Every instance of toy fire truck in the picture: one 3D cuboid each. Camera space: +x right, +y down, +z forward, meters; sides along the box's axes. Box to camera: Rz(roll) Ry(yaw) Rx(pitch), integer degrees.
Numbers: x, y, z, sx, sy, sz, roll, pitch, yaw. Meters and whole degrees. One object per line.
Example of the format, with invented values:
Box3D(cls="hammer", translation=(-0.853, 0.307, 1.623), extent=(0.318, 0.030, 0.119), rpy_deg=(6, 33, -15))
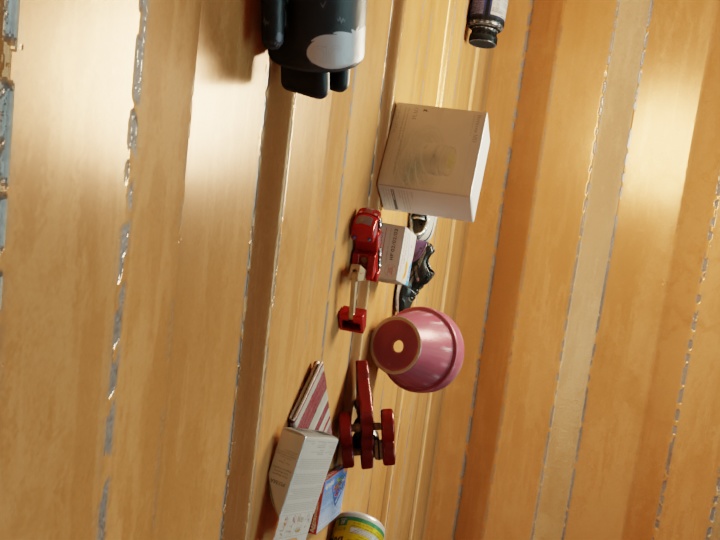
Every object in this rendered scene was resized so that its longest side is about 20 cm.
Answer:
Box3D(cls="toy fire truck", translation=(0.000, 0.000, 1.759), extent=(0.141, 0.048, 0.202), rpy_deg=(-63, 159, -53))
Box3D(cls="toy fire truck", translation=(0.011, 0.306, 1.933), extent=(0.201, 0.111, 0.169), rpy_deg=(88, -2, -46))

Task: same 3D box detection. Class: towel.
Box3D(cls="towel", translation=(-0.088, 0.273, 1.625), extent=(0.145, 0.022, 0.202), rpy_deg=(-65, 158, -45))

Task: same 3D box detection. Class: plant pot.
Box3D(cls="plant pot", translation=(0.115, 0.175, 2.129), extent=(0.179, 0.198, 0.203), rpy_deg=(19, 81, -61))

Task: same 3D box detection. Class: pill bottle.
Box3D(cls="pill bottle", translation=(0.376, -0.767, 2.765), extent=(0.112, 0.110, 0.203), rpy_deg=(19, 81, -77))
Box3D(cls="pill bottle", translation=(-0.024, 0.619, 1.956), extent=(0.113, 0.111, 0.201), rpy_deg=(84, 20, -51))

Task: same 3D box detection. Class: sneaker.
Box3D(cls="sneaker", translation=(0.163, -0.171, 2.336), extent=(0.080, 0.076, 0.203), rpy_deg=(18, 80, -68))
Box3D(cls="sneaker", translation=(0.136, 0.025, 2.303), extent=(0.076, 0.086, 0.203), rpy_deg=(-40, 138, -72))

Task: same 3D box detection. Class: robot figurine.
Box3D(cls="robot figurine", translation=(-0.054, -0.315, 1.127), extent=(0.151, 0.123, 0.202), rpy_deg=(-94, -174, -62))

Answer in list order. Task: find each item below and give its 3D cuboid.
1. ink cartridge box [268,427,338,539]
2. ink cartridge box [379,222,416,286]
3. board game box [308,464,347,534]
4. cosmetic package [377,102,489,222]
Box3D(cls="ink cartridge box", translation=(-0.109, 0.359, 1.518), extent=(0.202, 0.057, 0.162), rpy_deg=(-68, 160, -4))
Box3D(cls="ink cartridge box", translation=(0.065, -0.034, 1.982), extent=(0.200, 0.067, 0.117), rpy_deg=(22, 77, -77))
Box3D(cls="board game box", translation=(-0.063, 0.454, 1.872), extent=(0.200, 0.019, 0.104), rpy_deg=(16, 84, -78))
Box3D(cls="cosmetic package", translation=(0.156, -0.227, 1.954), extent=(0.123, 0.197, 0.202), rpy_deg=(71, 31, -65))
